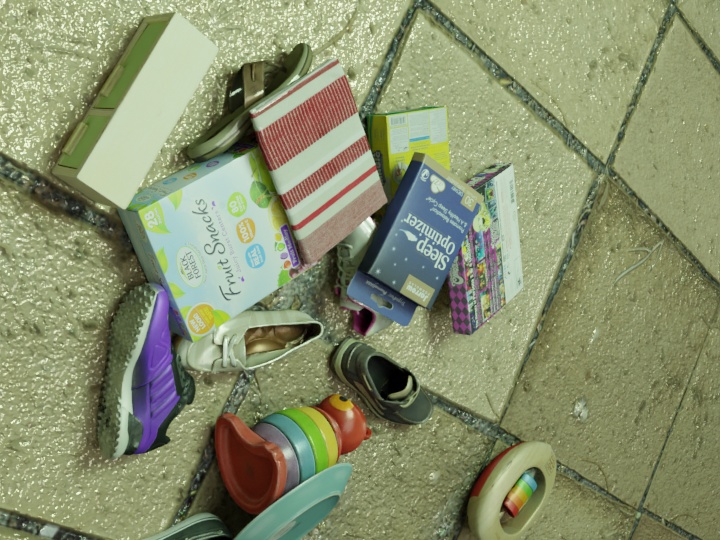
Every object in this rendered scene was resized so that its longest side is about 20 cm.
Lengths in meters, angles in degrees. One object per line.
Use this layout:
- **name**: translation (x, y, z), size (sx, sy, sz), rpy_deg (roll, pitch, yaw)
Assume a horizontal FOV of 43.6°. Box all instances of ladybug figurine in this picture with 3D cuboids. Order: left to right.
- **ladybug figurine**: translation (0.238, 0.351, 1.440), size (0.200, 0.072, 0.137), rpy_deg (-43, 122, -24)

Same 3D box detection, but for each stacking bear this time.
- **stacking bear**: translation (-0.072, 0.218, 1.143), size (0.199, 0.121, 0.115), rpy_deg (-18, 124, -44)

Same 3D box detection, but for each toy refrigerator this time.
- **toy refrigerator**: translation (-0.238, -0.170, 0.946), size (0.070, 0.076, 0.202), rpy_deg (36, 77, -38)

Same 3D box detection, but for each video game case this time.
- **video game case**: translation (0.179, -0.035, 1.306), size (0.181, 0.035, 0.202), rpy_deg (-34, 122, -49)

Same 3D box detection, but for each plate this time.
- **plate**: translation (-0.085, 0.313, 1.121), size (0.199, 0.026, 0.201), rpy_deg (-34, 159, -15)

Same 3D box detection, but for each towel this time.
- **towel**: translation (-0.047, -0.128, 1.056), size (0.144, 0.023, 0.202), rpy_deg (-40, 126, -30)

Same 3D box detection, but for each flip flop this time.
- **flip flop**: translation (-0.130, -0.203, 1.036), size (0.200, 0.081, 0.058), rpy_deg (-44, 109, -17)

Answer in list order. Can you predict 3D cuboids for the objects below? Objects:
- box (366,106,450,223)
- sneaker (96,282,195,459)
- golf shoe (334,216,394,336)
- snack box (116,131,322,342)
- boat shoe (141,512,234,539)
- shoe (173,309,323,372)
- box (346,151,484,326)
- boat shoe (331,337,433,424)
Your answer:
- **box**: translation (0.070, -0.116, 1.228), size (0.116, 0.048, 0.203), rpy_deg (-14, 106, -37)
- **sneaker**: translation (-0.230, 0.112, 1.015), size (0.099, 0.069, 0.203), rpy_deg (6, 104, -38)
- **golf shoe**: translation (0.000, 0.000, 1.178), size (0.091, 0.075, 0.201), rpy_deg (-39, 120, -23)
- **snack box**: translation (-0.157, -0.042, 1.043), size (0.199, 0.067, 0.170), rpy_deg (-33, 119, -28)
- **boat shoe**: translation (-0.239, 0.351, 1.061), size (0.199, 0.056, 0.069), rpy_deg (-26, 114, -33)
- **shoe**: translation (-0.133, 0.082, 1.096), size (0.198, 0.053, 0.071), rpy_deg (-10, 105, -37)
- **box**: translation (0.072, -0.034, 1.155), size (0.121, 0.032, 0.202), rpy_deg (29, 86, -36)
- **boat shoe**: translation (0.042, 0.165, 1.242), size (0.200, 0.073, 0.075), rpy_deg (38, 76, -37)
